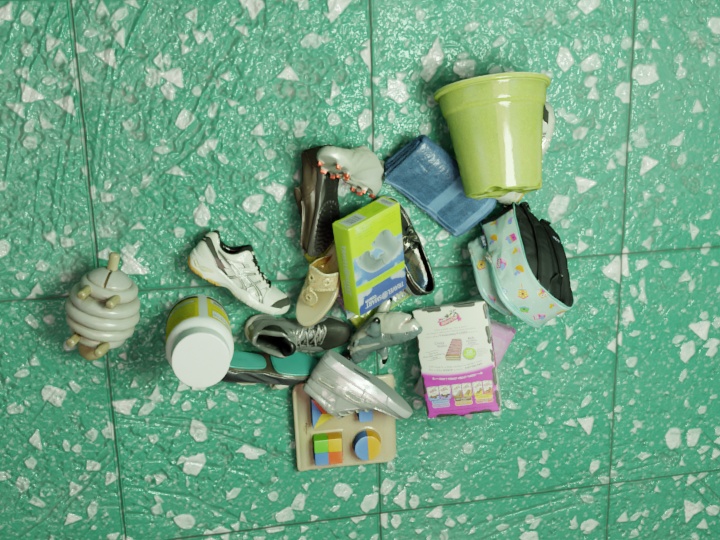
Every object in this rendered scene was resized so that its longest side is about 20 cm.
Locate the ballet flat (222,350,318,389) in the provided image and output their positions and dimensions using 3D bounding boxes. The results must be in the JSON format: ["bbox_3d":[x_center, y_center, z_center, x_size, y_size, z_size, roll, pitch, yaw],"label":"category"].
[{"bbox_3d":[-0.174,0.185,1.647,0.199,0.073,0.073,6,103,-25],"label":"ballet flat"}]

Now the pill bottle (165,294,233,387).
[{"bbox_3d":[-0.277,0.120,1.535,0.114,0.200,0.115,-3,105,-11],"label":"pill bottle"}]

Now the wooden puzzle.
[{"bbox_3d":[-0.026,0.296,1.710,0.199,0.046,0.186,-6,108,-11],"label":"wooden puzzle"}]

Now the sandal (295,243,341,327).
[{"bbox_3d":[-0.064,-0.004,1.579,0.212,0.078,0.070,-54,143,-1],"label":"sandal"}]

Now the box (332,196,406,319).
[{"bbox_3d":[0.019,-0.015,1.570,0.122,0.048,0.201,-30,128,-32],"label":"box"}]

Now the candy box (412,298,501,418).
[{"bbox_3d":[0.177,0.160,1.634,0.136,0.061,0.201,-7,92,12],"label":"candy box"}]

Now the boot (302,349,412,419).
[{"bbox_3d":[-0.008,0.236,1.646,0.200,0.074,0.096,35,101,-7],"label":"boot"}]

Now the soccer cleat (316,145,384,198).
[{"bbox_3d":[-0.015,-0.186,1.538,0.069,0.200,0.078,14,84,27],"label":"soccer cleat"}]

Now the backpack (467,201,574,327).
[{"bbox_3d":[0.293,0.002,1.611,0.153,0.200,0.176,-36,134,23],"label":"backpack"}]

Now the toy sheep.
[{"bbox_3d":[-0.437,0.063,1.522,0.137,0.138,0.201,18,109,-16],"label":"toy sheep"}]

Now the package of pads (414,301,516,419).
[{"bbox_3d":[0.198,0.171,1.714,0.120,0.076,0.201,25,98,-13],"label":"package of pads"}]

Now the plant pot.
[{"bbox_3d":[0.234,-0.222,1.530,0.200,0.200,0.185,-6,89,-10],"label":"plant pot"}]

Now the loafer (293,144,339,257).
[{"bbox_3d":[-0.080,-0.125,1.587,0.073,0.071,0.201,-4,104,-57],"label":"loafer"}]

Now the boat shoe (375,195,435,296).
[{"bbox_3d":[0.086,-0.045,1.632,0.069,0.057,0.201,-30,105,-23],"label":"boat shoe"}]

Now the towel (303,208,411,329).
[{"bbox_3d":[0.000,0.000,1.655,0.143,0.023,0.200,-34,108,-2],"label":"towel"}]

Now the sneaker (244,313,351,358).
[{"bbox_3d":[-0.107,0.128,1.617,0.199,0.116,0.075,1,104,-12],"label":"sneaker"}]

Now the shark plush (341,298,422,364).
[{"bbox_3d":[0.023,0.142,1.639,0.083,0.091,0.200,41,111,-5],"label":"shark plush"}]

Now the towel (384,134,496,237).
[{"bbox_3d":[0.144,-0.149,1.606,0.200,0.049,0.112,38,121,-24],"label":"towel"}]

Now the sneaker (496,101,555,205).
[{"bbox_3d":[0.283,-0.220,1.629,0.087,0.076,0.201,20,99,-16],"label":"sneaker"}]

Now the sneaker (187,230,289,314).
[{"bbox_3d":[-0.200,0.004,1.578,0.200,0.076,0.088,31,96,-18],"label":"sneaker"}]
